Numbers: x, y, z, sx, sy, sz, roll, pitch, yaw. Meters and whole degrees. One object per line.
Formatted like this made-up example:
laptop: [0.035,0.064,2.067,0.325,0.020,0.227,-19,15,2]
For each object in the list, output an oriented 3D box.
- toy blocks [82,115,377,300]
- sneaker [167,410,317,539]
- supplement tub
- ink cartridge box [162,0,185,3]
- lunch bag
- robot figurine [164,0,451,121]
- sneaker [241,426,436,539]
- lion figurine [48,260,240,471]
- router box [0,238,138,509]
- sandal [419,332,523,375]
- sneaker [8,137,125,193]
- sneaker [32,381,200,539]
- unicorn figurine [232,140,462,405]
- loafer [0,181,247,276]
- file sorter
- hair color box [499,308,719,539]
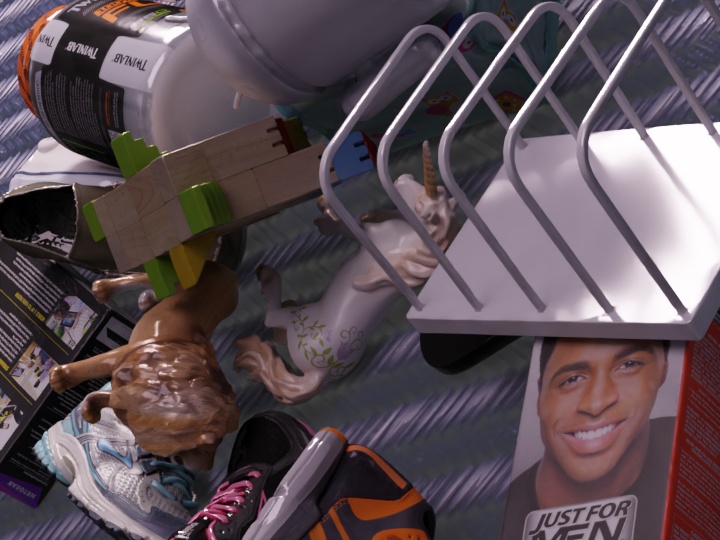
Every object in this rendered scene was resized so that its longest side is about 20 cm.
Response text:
toy blocks: [-0.077,-0.054,1.146,0.136,0.100,0.200,-22,1,-25]
sneaker: [-0.068,0.155,1.052,0.079,0.095,0.200,-28,41,31]
supplement tub: [-0.154,-0.130,1.307,0.200,0.123,0.123,20,74,47]
ink cartridge box: [-0.089,-0.272,1.366,0.200,0.084,0.145,-25,23,-26]
lunch bag: [0.039,-0.193,1.203,0.170,0.122,0.201,-14,61,36]
robot figurine: [-0.023,-0.173,1.092,0.200,0.170,0.113,-31,3,26]
sneaker: [-0.027,0.186,0.948,0.200,0.112,0.078,-54,-3,-17]
lion figurine: [-0.117,0.040,1.165,0.122,0.073,0.200,-12,42,25]
router box: [-0.248,0.065,1.355,0.149,0.051,0.200,-54,36,-2]
sandal: [0.107,-0.009,1.050,0.200,0.045,0.075,-35,37,20]
sneaker: [-0.208,-0.076,1.415,0.200,0.073,0.071,9,75,51]
sneaker: [-0.142,0.124,1.173,0.086,0.078,0.200,-51,36,-6]
unicorn figurine: [0.000,0.000,1.142,0.137,0.074,0.200,43,112,57]
loafer: [-0.175,-0.025,1.293,0.199,0.070,0.075,3,93,23]
file sorter: [0.097,-0.058,0.949,0.200,0.125,0.139,-1,47,49]
hair color box: [0.130,0.101,0.917,0.101,0.061,0.200,-17,47,38]
